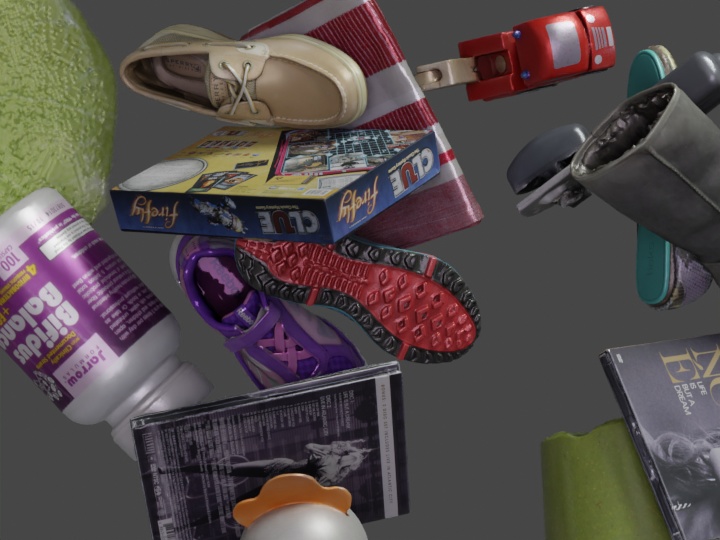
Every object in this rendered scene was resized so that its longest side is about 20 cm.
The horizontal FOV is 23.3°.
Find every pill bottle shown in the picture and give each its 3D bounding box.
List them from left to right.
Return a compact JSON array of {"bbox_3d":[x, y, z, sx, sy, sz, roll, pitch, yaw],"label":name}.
[{"bbox_3d":[-0.208,0.044,1.315,0.112,0.112,0.200,-43,91,3],"label":"pill bottle"}]

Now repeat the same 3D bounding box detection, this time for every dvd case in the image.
[{"bbox_3d":[-0.063,0.147,1.304,0.199,0.016,0.149,-11,129,-8],"label":"dvd case"},{"bbox_3d":[0.275,0.116,1.273,0.200,0.016,0.149,-5,66,-38],"label":"dvd case"}]

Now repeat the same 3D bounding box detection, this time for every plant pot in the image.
[{"bbox_3d":[0.212,0.206,1.292,0.199,0.200,0.191,-11,80,2],"label":"plant pot"}]

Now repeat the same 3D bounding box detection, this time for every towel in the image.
[{"bbox_3d":[-0.003,-0.107,1.292,0.023,0.144,0.200,-35,101,-42],"label":"towel"}]

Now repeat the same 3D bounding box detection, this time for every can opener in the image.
[{"bbox_3d":[0.185,-0.107,1.291,0.200,0.053,0.067,-40,70,32],"label":"can opener"}]

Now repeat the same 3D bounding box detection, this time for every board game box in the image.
[{"bbox_3d":[-0.061,-0.064,1.251,0.200,0.135,0.035,5,117,37],"label":"board game box"}]

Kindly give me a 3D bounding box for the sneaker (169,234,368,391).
[{"bbox_3d":[-0.072,0.045,1.325,0.080,0.088,0.200,-43,92,1],"label":"sneaker"}]

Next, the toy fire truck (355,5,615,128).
[{"bbox_3d":[0.079,-0.147,1.286,0.141,0.200,0.049,-14,93,-27],"label":"toy fire truck"}]

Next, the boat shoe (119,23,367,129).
[{"bbox_3d":[-0.088,-0.138,1.284,0.200,0.065,0.072,15,121,30],"label":"boat shoe"}]

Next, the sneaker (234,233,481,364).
[{"bbox_3d":[0.000,0.000,1.301,0.200,0.096,0.079,26,100,-14],"label":"sneaker"}]

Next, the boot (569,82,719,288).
[{"bbox_3d":[0.275,-0.069,1.241,0.182,0.073,0.200,-40,114,14],"label":"boot"}]

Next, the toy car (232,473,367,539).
[{"bbox_3d":[-0.056,0.231,1.257,0.176,0.184,0.201,-8,113,2],"label":"toy car"}]

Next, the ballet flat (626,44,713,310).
[{"bbox_3d":[0.243,-0.071,1.332,0.072,0.072,0.201,-2,93,1],"label":"ballet flat"}]
